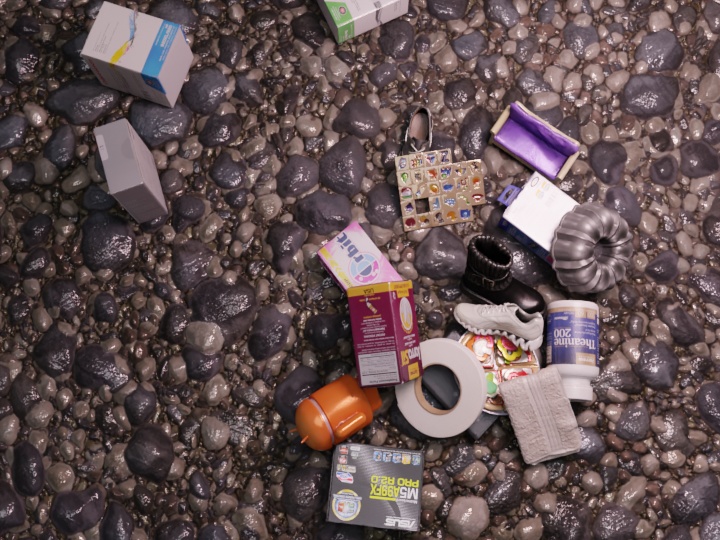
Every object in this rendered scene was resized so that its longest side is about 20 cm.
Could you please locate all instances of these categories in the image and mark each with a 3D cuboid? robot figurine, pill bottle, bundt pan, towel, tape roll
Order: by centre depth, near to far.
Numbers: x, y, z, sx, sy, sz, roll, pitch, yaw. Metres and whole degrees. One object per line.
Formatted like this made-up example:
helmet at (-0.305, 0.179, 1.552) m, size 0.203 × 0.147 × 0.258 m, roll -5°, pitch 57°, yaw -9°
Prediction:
towel at (0.372, 0.302, 1.561) m, size 0.130 × 0.035 × 0.204 m, roll -20°, pitch 106°, yaw 13°
robot figurine at (-0.053, 0.296, 1.579) m, size 0.197 × 0.118 × 0.145 m, roll -28°, pitch 60°, yaw -20°
tape roll at (0.167, 0.245, 1.589) m, size 0.198 × 0.037 × 0.208 m, roll 1°, pitch 92°, yaw 24°
pill bottle at (0.451, 0.173, 1.612) m, size 0.108 × 0.111 × 0.205 m, roll 3°, pitch 77°, yaw 2°
bundt pan at (0.511, -0.044, 1.635) m, size 0.197 × 0.075 × 0.207 m, roll -4°, pitch 100°, yaw -26°

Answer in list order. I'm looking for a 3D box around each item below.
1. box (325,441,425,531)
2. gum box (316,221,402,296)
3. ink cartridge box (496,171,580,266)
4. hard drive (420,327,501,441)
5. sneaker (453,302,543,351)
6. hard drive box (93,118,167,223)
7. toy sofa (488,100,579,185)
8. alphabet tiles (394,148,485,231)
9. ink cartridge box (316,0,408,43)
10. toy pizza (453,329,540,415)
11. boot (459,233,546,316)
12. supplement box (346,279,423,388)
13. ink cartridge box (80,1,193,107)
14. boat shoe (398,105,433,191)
box at (0.033, 0.450, 1.584) m, size 0.195 × 0.044 × 0.164 m, roll 6°, pitch 76°, yaw 3°
gum box at (0.000, 0.000, 1.685) m, size 0.113 × 0.066 × 0.201 m, roll -37°, pitch 79°, yaw -9°
ink cartridge box at (0.403, -0.123, 1.706) m, size 0.199 × 0.076 × 0.137 m, roll 38°, pitch 80°, yaw 8°
hard drive at (0.225, 0.244, 1.639) m, size 0.139 × 0.033 × 0.200 m, roll -43°, pitch 79°, yaw -9°
sneaker at (0.297, 0.100, 1.617) m, size 0.196 × 0.082 × 0.076 m, roll 16°, pitch 41°, yaw 16°
hard drive box at (-0.505, -0.216, 1.680) m, size 0.075 × 0.200 × 0.159 m, roll -18°, pitch 75°, yaw -4°
toy sofa at (0.397, -0.289, 1.738) m, size 0.198 × 0.098 × 0.083 m, roll 36°, pitch 78°, yaw 8°
alphabet tiles at (0.185, -0.189, 1.732) m, size 0.195 × 0.008 × 0.172 m, roll -9°, pitch 96°, yaw -2°
ink cartridge box at (0.003, -0.668, 1.845) m, size 0.196 × 0.084 × 0.148 m, roll -24°, pitch 77°, yaw -5°
toy pizza at (0.293, 0.205, 1.616) m, size 0.195 × 0.032 × 0.205 m, roll 4°, pitch 66°, yaw -8°
boot at (0.315, 0.018, 1.621) m, size 0.207 × 0.159 × 0.080 m, roll 19°, pitch 53°, yaw 7°
supplement box at (0.052, 0.127, 1.549) m, size 0.101 × 0.130 × 0.205 m, roll -8°, pitch 88°, yaw 24°
ink cartridge box at (-0.520, -0.505, 1.780) m, size 0.196 × 0.147 × 0.148 m, roll 18°, pitch 76°, yaw 5°
boat shoe at (0.126, -0.280, 1.756) m, size 0.070 × 0.068 × 0.205 m, roll 12°, pitch 79°, yaw 2°
